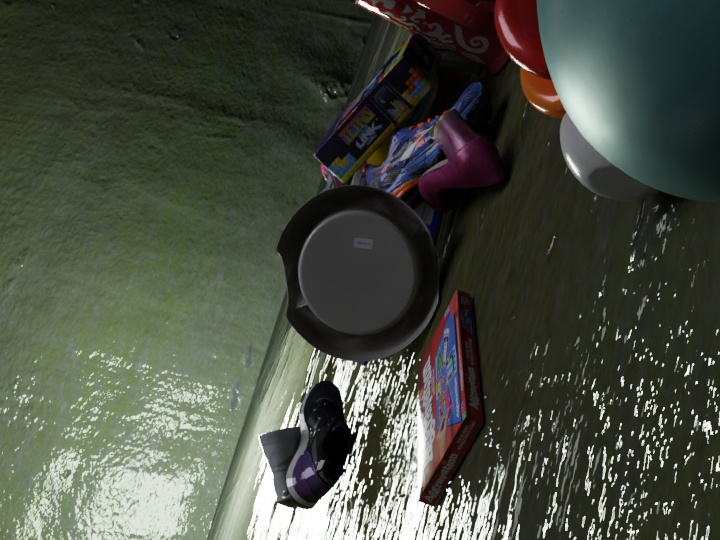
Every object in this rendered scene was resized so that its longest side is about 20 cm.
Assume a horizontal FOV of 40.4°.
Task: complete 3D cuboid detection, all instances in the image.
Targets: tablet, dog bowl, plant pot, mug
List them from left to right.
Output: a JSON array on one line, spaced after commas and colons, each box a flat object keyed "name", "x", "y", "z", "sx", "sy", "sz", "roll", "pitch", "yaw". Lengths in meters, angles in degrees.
[{"name": "dog bowl", "x": 0.000, "y": 0.000, "z": 1.139, "sx": 0.059, "sy": 0.197, "sz": 0.203, "roll": -43, "pitch": -24, "yaw": -77}, {"name": "tablet", "x": 0.054, "y": -0.154, "z": 1.271, "sx": 0.130, "sy": 0.013, "sz": 0.202, "roll": -79, "pitch": 15, "yaw": -67}, {"name": "mug", "x": 0.107, "y": -0.345, "z": 1.190, "sx": 0.177, "sy": 0.197, "sz": 0.135, "roll": 163, "pitch": 128, "yaw": -80}, {"name": "plant pot", "x": 0.160, "y": -0.124, "z": 0.388, "sx": 0.162, "sy": 0.197, "sz": 0.203, "roll": 107, "pitch": 178, "yaw": -59}]

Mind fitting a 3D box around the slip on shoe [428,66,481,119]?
[{"name": "slip on shoe", "x": 0.100, "y": -0.175, "z": 1.315, "sx": 0.076, "sy": 0.060, "sz": 0.203, "roll": -113, "pitch": 44, "yaw": -78}]

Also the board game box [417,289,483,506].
[{"name": "board game box", "x": 0.081, "y": 0.113, "z": 0.916, "sx": 0.201, "sy": 0.019, "sz": 0.104, "roll": -85, "pitch": 16, "yaw": -60}]

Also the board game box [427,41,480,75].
[{"name": "board game box", "x": 0.143, "y": -0.342, "z": 1.302, "sx": 0.030, "sy": 0.094, "sz": 0.202, "roll": -82, "pitch": 15, "yaw": -55}]

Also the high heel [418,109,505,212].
[{"name": "high heel", "x": 0.119, "y": -0.094, "z": 1.095, "sx": 0.067, "sy": 0.096, "sz": 0.201, "roll": -30, "pitch": -20, "yaw": -17}]

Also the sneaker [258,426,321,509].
[{"name": "sneaker", "x": -0.088, "y": 0.287, "z": 1.414, "sx": 0.200, "sy": 0.073, "sz": 0.117, "roll": 22, "pitch": -128, "yaw": -72}]

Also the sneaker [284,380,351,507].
[{"name": "sneaker", "x": -0.038, "y": 0.222, "z": 1.331, "sx": 0.087, "sy": 0.075, "sz": 0.202, "roll": -41, "pitch": 25, "yaw": 34}]

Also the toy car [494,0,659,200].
[{"name": "toy car", "x": 0.159, "y": -0.157, "z": 0.580, "sx": 0.200, "sy": 0.148, "sz": 0.177, "roll": 128, "pitch": 161, "yaw": -65}]

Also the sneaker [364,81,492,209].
[{"name": "sneaker", "x": 0.075, "y": -0.151, "z": 1.157, "sx": 0.200, "sy": 0.079, "sz": 0.075, "roll": -45, "pitch": -19, "yaw": 19}]

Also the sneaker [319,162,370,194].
[{"name": "sneaker", "x": -0.036, "y": -0.049, "z": 1.300, "sx": 0.081, "sy": 0.073, "sz": 0.203, "roll": 108, "pitch": 175, "yaw": -79}]

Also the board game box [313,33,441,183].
[{"name": "board game box", "x": 0.026, "y": -0.214, "z": 1.249, "sx": 0.165, "sy": 0.057, "sz": 0.200, "roll": -44, "pitch": 10, "yaw": 21}]

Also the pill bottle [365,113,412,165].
[{"name": "pill bottle", "x": 0.038, "y": -0.164, "z": 1.412, "sx": 0.202, "sy": 0.108, "sz": 0.109, "roll": -58, "pitch": 9, "yaw": 3}]

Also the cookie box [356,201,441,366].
[{"name": "cookie box", "x": 0.027, "y": 0.009, "z": 1.302, "sx": 0.200, "sy": 0.074, "sz": 0.173, "roll": 125, "pitch": 165, "yaw": -59}]
